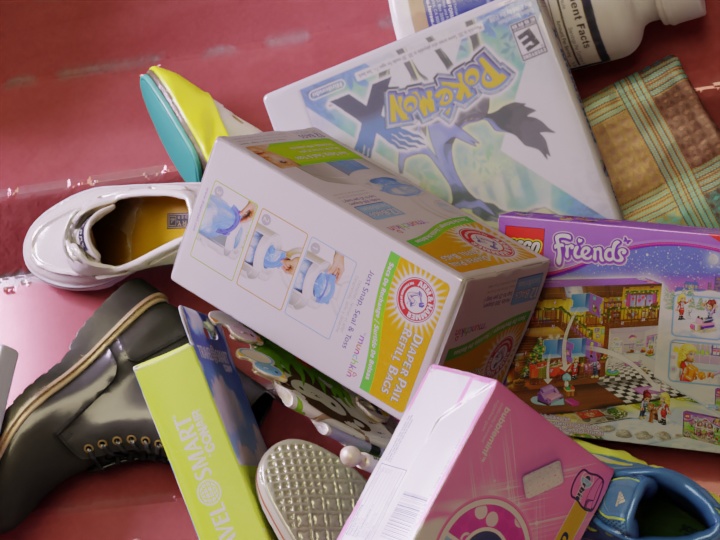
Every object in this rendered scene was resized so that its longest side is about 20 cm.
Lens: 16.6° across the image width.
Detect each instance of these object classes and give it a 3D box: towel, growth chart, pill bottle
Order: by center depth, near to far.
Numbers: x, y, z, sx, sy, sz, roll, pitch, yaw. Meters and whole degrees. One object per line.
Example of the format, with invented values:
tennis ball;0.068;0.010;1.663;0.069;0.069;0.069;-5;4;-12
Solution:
growth chart;-0.016;0.079;1.565;0.018;0.145;0.200;-55;46;14
towel;0.151;-0.044;1.640;0.200;0.022;0.147;-29;63;5
pill bottle;0.125;-0.187;1.659;0.199;0.111;0.111;-13;64;13

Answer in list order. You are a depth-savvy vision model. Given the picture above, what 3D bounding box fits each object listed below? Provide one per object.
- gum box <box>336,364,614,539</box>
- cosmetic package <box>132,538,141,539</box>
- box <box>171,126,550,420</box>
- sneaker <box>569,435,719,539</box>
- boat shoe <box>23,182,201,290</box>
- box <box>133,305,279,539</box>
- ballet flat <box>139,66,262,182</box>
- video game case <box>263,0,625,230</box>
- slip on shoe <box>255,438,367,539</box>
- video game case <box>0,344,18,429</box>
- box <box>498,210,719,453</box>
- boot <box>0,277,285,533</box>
gum box;0.050;0.172;1.443;0.066;0.113;0.200;12;69;54
cosmetic package;-0.123;0.282;1.545;0.087;0.103;0.200;-28;63;6
box;0.000;0.000;1.548;0.200;0.112;0.102;31;112;27
sneaker;0.149;0.135;1.516;0.199;0.105;0.076;14;73;23
boat shoe;-0.168;-0.025;1.678;0.200;0.070;0.071;-4;85;39
box;-0.084;0.127;1.555;0.048;0.122;0.201;-22;82;5
ballet flat;-0.088;-0.063;1.712;0.067;0.067;0.200;-20;64;-15
video game case;0.056;-0.065;1.614;0.199;0.022;0.183;-21;87;16
slip on shoe;0.000;0.191;1.519;0.200;0.061;0.074;51;56;-8
video game case;-0.317;0.126;1.679;0.200;0.018;0.144;-7;64;42
box;0.181;0.039;1.550;0.199;0.039;0.137;6;98;19
boot;-0.159;0.120;1.647;0.138;0.077;0.200;35;85;20
